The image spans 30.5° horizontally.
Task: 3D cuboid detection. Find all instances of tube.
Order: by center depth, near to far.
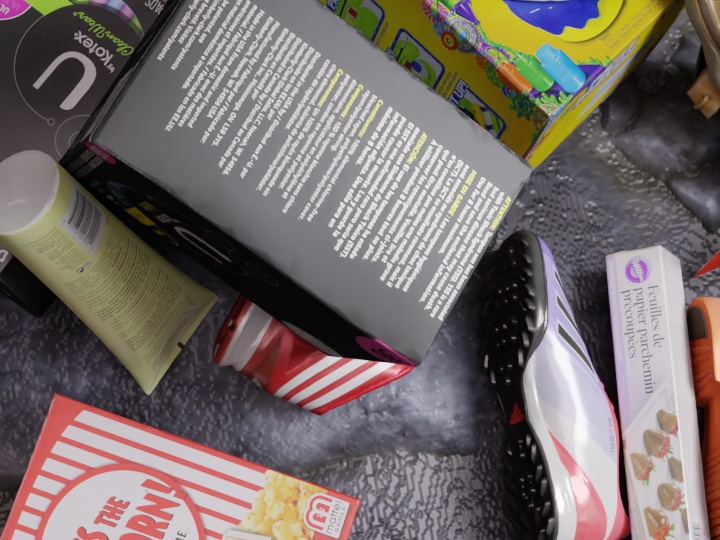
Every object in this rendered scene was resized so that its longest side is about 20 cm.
[{"bbox_3d":[-0.147,0.004,0.767,0.057,0.200,0.052,-20,57,11],"label":"tube"}]

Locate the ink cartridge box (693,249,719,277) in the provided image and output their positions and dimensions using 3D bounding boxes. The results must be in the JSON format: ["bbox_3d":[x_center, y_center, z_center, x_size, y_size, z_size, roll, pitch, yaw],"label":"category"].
[{"bbox_3d":[0.319,-0.024,0.800,0.197,0.160,0.048,-16,77,-5],"label":"ink cartridge box"}]

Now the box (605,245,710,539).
[{"bbox_3d":[0.185,0.088,0.820,0.038,0.041,0.203,-12,72,29],"label":"box"}]

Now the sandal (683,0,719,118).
[{"bbox_3d":[0.227,-0.129,0.823,0.053,0.200,0.081,4,63,34],"label":"sandal"}]

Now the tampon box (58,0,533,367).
[{"bbox_3d":[-0.040,-0.055,0.710,0.199,0.150,0.127,36,78,-15],"label":"tampon box"}]

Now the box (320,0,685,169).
[{"bbox_3d":[0.080,-0.177,0.818,0.192,0.122,0.200,42,59,7],"label":"box"}]

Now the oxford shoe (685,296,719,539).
[{"bbox_3d":[0.249,0.114,0.813,0.072,0.071,0.203,0,77,-7],"label":"oxford shoe"}]

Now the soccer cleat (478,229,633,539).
[{"bbox_3d":[0.123,0.074,0.827,0.072,0.068,0.203,2,72,-26],"label":"soccer cleat"}]

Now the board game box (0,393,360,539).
[{"bbox_3d":[-0.116,0.180,0.795,0.197,0.046,0.153,18,77,2],"label":"board game box"}]

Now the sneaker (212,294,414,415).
[{"bbox_3d":[0.000,0.000,0.841,0.115,0.078,0.201,34,80,-10],"label":"sneaker"}]

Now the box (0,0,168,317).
[{"bbox_3d":[-0.205,-0.101,0.817,0.148,0.124,0.201,36,79,6],"label":"box"}]
